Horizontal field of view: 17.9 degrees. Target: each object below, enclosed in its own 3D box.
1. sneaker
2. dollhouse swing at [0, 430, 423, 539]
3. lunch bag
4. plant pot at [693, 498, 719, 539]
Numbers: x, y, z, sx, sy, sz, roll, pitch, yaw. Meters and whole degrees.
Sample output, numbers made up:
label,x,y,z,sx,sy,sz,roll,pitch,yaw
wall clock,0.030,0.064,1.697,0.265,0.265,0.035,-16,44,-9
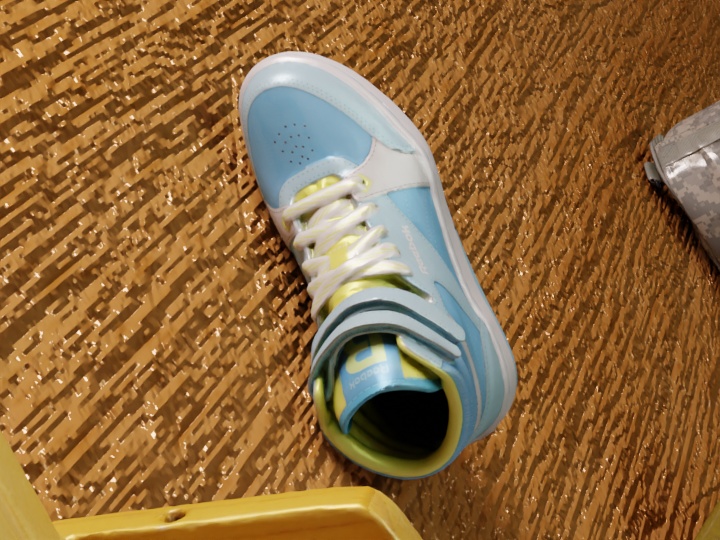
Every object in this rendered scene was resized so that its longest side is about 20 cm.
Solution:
label,x,y,z,sx,sy,sz,roll,pitch,yaw
sneaker,0.000,0.000,0.999,0.200,0.079,0.131,58,18,-5
dollhouse swing,-0.066,0.084,0.604,0.200,0.181,0.176,-57,136,-68
lunch bag,0.341,-0.086,1.790,0.168,0.200,0.140,42,26,-46
plant pot,0.317,0.145,1.312,0.199,0.177,0.200,24,6,22
